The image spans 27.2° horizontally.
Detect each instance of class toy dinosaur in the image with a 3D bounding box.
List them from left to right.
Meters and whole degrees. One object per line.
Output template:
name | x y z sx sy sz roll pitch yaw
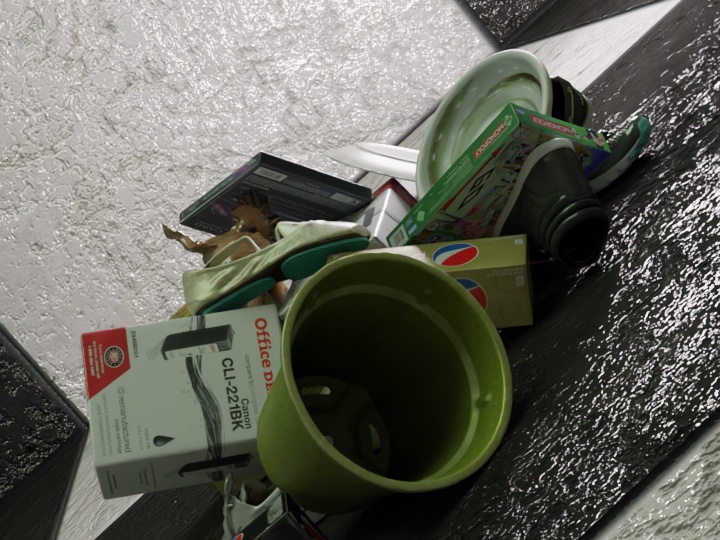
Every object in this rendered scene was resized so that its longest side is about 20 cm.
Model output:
toy dinosaur | -0.121 -0.017 1.584 0.134 0.087 0.200 -25 36 -17

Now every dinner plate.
dinner plate | 0.057 -0.124 1.728 0.200 0.197 0.025 -90 10 -79

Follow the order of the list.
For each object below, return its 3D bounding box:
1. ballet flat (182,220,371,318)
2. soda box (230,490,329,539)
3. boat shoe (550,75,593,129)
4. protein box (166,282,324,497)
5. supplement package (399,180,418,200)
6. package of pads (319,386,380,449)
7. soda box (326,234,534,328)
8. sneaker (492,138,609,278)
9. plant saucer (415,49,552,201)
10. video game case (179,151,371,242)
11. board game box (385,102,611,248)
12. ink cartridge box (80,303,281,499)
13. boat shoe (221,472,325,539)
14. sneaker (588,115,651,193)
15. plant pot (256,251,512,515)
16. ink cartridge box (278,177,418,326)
ballet flat | -0.088 -0.015 1.473 0.198 0.063 0.068 -25 -21 1
soda box | -0.114 0.280 1.239 0.200 0.071 0.063 -41 7 3
boat shoe | 0.191 -0.108 1.591 0.071 0.060 0.204 7 73 38
protein box | -0.138 0.119 1.737 0.198 0.200 0.135 -40 8 6
supplement package | 0.101 -0.069 1.904 0.155 0.111 0.200 -32 12 44
package of pads | 0.034 0.100 1.492 0.154 0.068 0.200 -36 10 35
soda box | 0.065 0.017 1.418 0.197 0.069 0.064 -6 28 10
sneaker | 0.183 -0.026 1.442 0.070 0.100 0.201 -12 -33 -16
plant saucer | 0.141 -0.134 1.577 0.199 0.050 0.202 -35 40 36
video game case | -0.098 -0.071 1.670 0.199 0.141 0.019 -28 52 53
board game box | 0.135 -0.074 1.464 0.200 0.133 0.029 -47 48 33
ink cartridge box | -0.164 0.126 1.446 0.197 0.146 0.084 -8 -30 -8
boat shoe | -0.101 0.226 1.410 0.201 0.086 0.075 -39 8 18
sneaker | 0.233 -0.126 1.649 0.199 0.091 0.078 -34 11 43
plant pot | -0.001 0.115 1.245 0.201 0.200 0.184 -47 -1 -34
ink cartridge box | 0.000 0.000 1.601 0.145 0.085 0.200 -39 14 19
